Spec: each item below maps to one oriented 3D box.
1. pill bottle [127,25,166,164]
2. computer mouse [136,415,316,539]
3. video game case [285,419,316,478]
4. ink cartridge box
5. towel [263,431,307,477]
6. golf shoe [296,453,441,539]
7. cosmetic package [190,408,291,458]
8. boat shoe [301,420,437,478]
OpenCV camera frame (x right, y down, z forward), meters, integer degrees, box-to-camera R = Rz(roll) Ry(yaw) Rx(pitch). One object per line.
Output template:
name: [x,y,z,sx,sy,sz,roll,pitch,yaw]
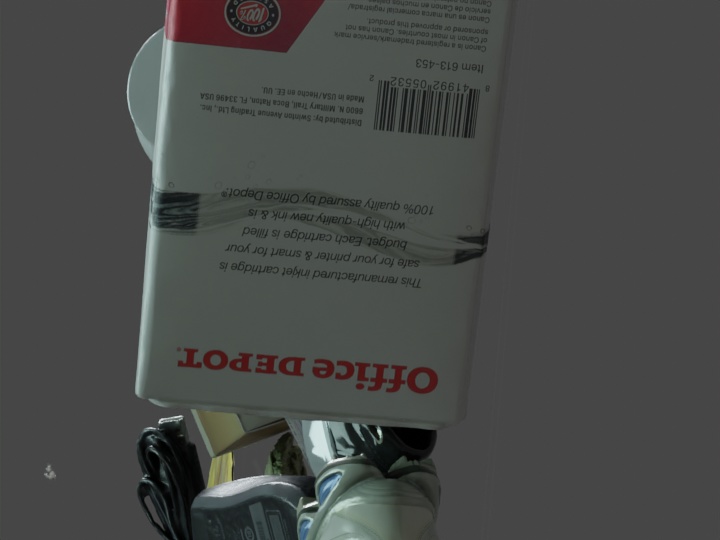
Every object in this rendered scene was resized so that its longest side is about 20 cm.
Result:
pill bottle: [-0.077,-0.099,1.313,0.200,0.111,0.113,20,-107,-78]
computer mouse: [-0.049,0.149,1.146,0.199,0.052,0.140,-4,98,56]
video game case: [-0.046,0.039,1.177,0.201,0.023,0.182,63,172,-1]
ink cartridge box: [-0.017,-0.043,0.900,0.084,0.144,0.202,-108,24,-75]
towel: [-0.059,0.226,1.491,0.200,0.036,0.149,-99,15,-61]
golf shoe: [-0.005,0.181,0.973,0.098,0.078,0.201,-103,16,-47]
cosmetic package: [-0.079,0.065,1.447,0.200,0.071,0.106,132,117,-75]
boat shoe: [0.002,0.011,1.015,0.056,0.068,0.201,-30,60,43]
